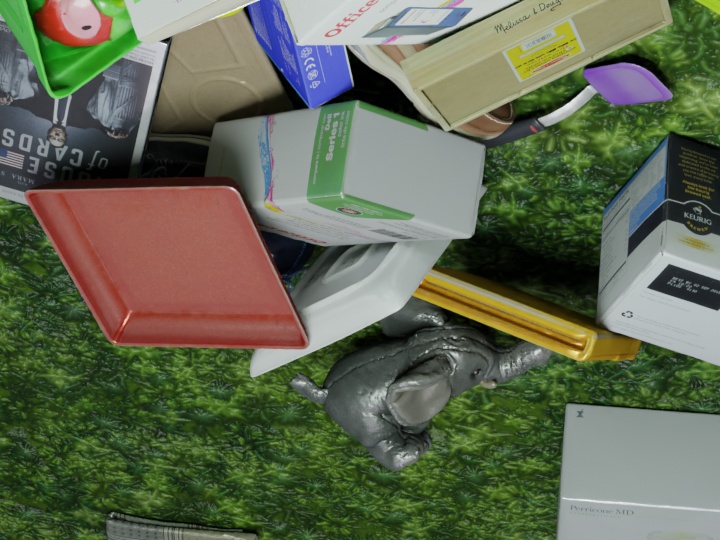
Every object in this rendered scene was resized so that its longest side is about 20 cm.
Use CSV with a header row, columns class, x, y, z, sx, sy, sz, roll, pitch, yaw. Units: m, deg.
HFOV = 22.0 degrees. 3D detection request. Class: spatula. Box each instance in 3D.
class,x,y,z,sx,sy,sz,roll,pitch,yaw
spatula,0.166,-0.134,1.565,0.200,0.021,0.057,-20,137,35

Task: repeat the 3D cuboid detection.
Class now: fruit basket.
class,x,y,z,sx,sy,sz,roll,pitch,yaw
fruit basket,-0.181,-0.226,1.373,0.216,0.155,0.216,40,155,23

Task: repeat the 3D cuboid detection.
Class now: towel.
class,x,y,z,sx,sy,sz,roll,pitch,yaw
towel,-0.218,0.367,2.347,0.200,0.035,0.193,8,142,5

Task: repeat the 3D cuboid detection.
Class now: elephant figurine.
class,x,y,z,sx,sy,sz,roll,pitch,yaw
elephant figurine,0.066,0.093,1.838,0.142,0.155,0.200,53,128,11

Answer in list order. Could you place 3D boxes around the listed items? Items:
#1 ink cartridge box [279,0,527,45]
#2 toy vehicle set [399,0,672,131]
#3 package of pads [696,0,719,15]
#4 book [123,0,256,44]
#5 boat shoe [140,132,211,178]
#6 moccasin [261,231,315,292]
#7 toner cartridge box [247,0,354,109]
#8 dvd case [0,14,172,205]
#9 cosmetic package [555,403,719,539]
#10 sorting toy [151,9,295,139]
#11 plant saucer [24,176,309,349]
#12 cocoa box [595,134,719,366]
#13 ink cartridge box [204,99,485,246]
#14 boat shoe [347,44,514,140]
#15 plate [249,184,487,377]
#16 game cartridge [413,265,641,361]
class,x,y,z,sx,sy,sz,roll,pitch,yaw
ink cartridge box,0.054,-0.229,1.322,0.200,0.088,0.145,-5,159,-42
toy vehicle set,0.137,-0.174,1.405,0.200,0.027,0.124,-25,165,8
package of pads,0.338,-0.228,1.358,0.200,0.068,0.154,25,141,-21
book,-0.126,-0.272,1.266,0.133,0.200,0.048,-22,173,10
boat shoe,-0.181,-0.085,1.628,0.200,0.062,0.075,11,148,-7
moccasin,-0.095,0.003,1.760,0.080,0.068,0.200,31,141,-2
toner cartridge box,-0.059,-0.225,1.419,0.043,0.095,0.200,-28,144,-11
dvd case,-0.248,-0.133,1.541,0.150,0.025,0.200,16,127,-3
cosmetic package,0.312,0.249,1.986,0.199,0.123,0.200,4,143,7
sorting toy,-0.161,-0.171,1.577,0.185,0.037,0.200,-5,147,18
plant saucer,-0.157,-0.011,1.569,0.199,0.037,0.200,0,137,23
cocoa box,0.323,-0.007,1.614,0.200,0.131,0.133,18,145,-13
ink cartridge box,-0.018,-0.077,1.550,0.145,0.084,0.200,15,169,-38
boat shoe,0.066,-0.171,1.491,0.072,0.076,0.200,-31,138,28
plate,0.000,0.000,1.652,0.200,0.200,0.032,-26,109,41
game cartridge,0.152,0.041,1.678,0.176,0.033,0.200,21,-177,20
